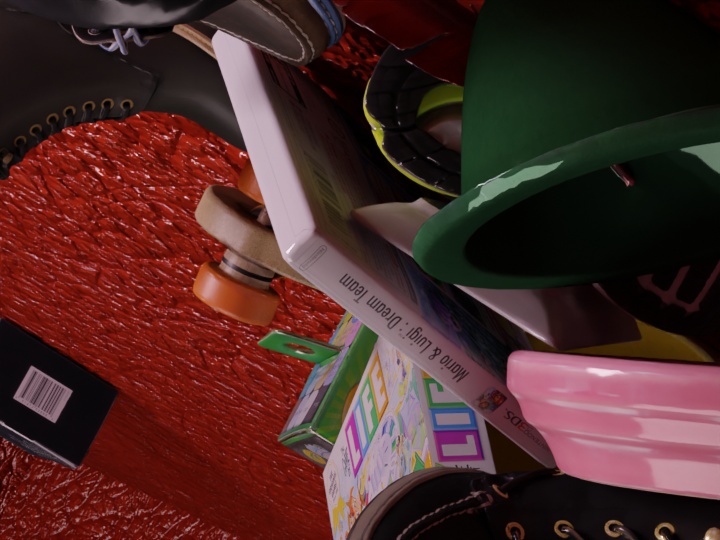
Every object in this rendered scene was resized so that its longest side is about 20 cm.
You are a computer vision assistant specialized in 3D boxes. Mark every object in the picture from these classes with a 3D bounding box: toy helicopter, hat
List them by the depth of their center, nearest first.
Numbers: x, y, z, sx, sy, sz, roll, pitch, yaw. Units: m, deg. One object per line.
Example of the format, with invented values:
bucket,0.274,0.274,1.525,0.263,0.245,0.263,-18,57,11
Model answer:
hat,0.076,-0.100,0.588,0.198,0.178,0.165,-2,161,-29
toy helicopter,0.000,0.000,0.902,0.198,0.080,0.132,22,-172,-12

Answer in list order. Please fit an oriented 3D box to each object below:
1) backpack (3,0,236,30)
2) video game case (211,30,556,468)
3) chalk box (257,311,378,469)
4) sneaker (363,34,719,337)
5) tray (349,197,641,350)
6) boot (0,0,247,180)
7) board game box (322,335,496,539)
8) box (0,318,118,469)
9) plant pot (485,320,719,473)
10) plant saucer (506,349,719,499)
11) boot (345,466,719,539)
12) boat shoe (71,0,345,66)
backpack,-0.132,-0.175,0.530,0.162,0.154,0.201,22,145,36
video game case,0.013,-0.017,0.750,0.182,0.024,0.201,39,-163,-33
chalk box,0.028,0.083,1.059,0.199,0.125,0.124,32,165,-7
sneaker,0.087,-0.040,0.696,0.199,0.074,0.081,33,-179,-11
tray,0.072,-0.002,0.730,0.107,0.022,0.200,34,-170,17
boot,-0.141,-0.078,0.811,0.199,0.139,0.077,30,165,-9
board game box,0.024,0.122,0.870,0.034,0.136,0.201,0,145,-15
box,-0.465,0.161,2.162,0.199,0.125,0.196,36,162,-25
plant pot,0.159,0.123,0.883,0.199,0.202,0.141,17,-173,35
plant saucer,0.158,0.064,0.653,0.198,0.051,0.201,3,179,0
boot,0.102,0.119,0.654,0.153,0.074,0.203,-1,179,38
boat shoe,-0.103,-0.134,0.694,0.199,0.073,0.072,28,164,1
